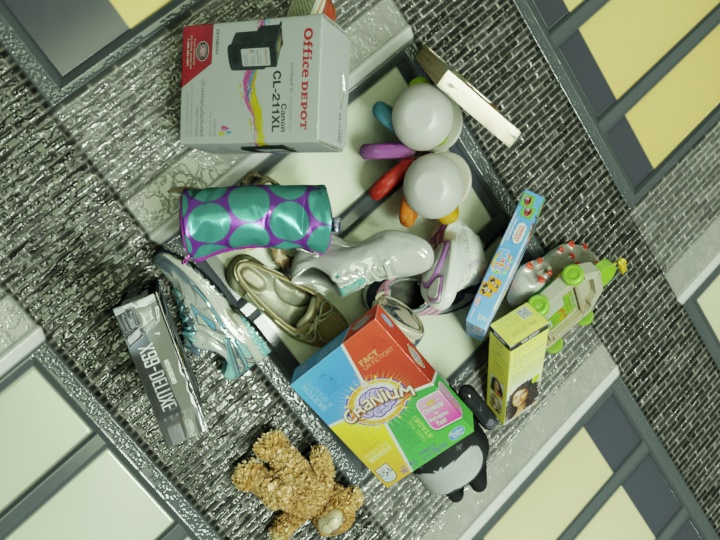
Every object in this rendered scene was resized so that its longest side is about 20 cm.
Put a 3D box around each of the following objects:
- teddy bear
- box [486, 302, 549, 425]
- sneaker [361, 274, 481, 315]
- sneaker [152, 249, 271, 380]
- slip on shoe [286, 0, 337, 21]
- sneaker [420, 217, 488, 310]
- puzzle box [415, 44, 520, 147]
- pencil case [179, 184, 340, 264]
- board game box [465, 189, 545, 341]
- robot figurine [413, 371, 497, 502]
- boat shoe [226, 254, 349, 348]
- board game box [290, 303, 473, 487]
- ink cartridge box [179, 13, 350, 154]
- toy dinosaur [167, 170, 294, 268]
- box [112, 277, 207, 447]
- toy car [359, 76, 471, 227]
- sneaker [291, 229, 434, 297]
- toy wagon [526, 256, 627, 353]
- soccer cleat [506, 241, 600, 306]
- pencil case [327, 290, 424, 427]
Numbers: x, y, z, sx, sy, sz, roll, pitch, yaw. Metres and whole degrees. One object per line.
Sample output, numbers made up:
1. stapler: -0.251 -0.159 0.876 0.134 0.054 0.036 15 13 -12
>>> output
1. teddy bear: -0.085 0.309 0.905 0.144 0.067 0.202 -36 104 -12
2. box: 0.232 0.144 0.967 0.074 0.050 0.203 -28 137 -17
3. sneaker: 0.104 0.036 0.952 0.194 0.082 0.072 -8 93 -20
4. sneaker: -0.207 0.062 0.843 0.086 0.077 0.201 -44 106 -10
5. slip on shoe: -0.086 -0.283 0.876 0.061 0.073 0.204 24 90 -52
6. sneaker: 0.142 -0.007 0.912 0.098 0.075 0.202 34 37 -9
7. puzzle box: 0.145 -0.248 0.898 0.132 0.201 0.026 34 111 -20
8. pencil case: -0.128 -0.060 0.814 0.194 0.085 0.095 -3 90 -15
9. board game box: 0.211 0.000 0.959 0.036 0.151 0.204 25 84 14
10. robot figurine: 0.111 0.238 0.946 0.150 0.124 0.202 -41 105 -16
11. boat shoe: -0.095 0.047 0.889 0.199 0.063 0.074 39 80 -18
12. board game box: 0.028 0.166 0.834 0.152 0.041 0.201 -38 104 19
13. ink cartridge box: -0.119 -0.226 0.800 0.194 0.082 0.151 3 92 21
14. toy dinosaur: -0.151 -0.081 0.865 0.198 0.058 0.102 36 82 -18
15. box: -0.236 0.099 0.767 0.049 0.199 0.162 -21 99 -15
16. toy car: 0.072 -0.160 0.908 0.146 0.175 0.206 -8 98 17
17. sneaker: 0.000 0.000 0.865 0.194 0.090 0.077 0 132 18
18. toy wagon: 0.330 0.046 1.008 0.199 0.040 0.155 -42 143 -1
19. soccer cleat: 0.310 0.006 1.043 0.196 0.078 0.070 -15 60 -35
20. pencil case: 0.014 0.129 0.886 0.088 0.078 0.203 28 113 2
